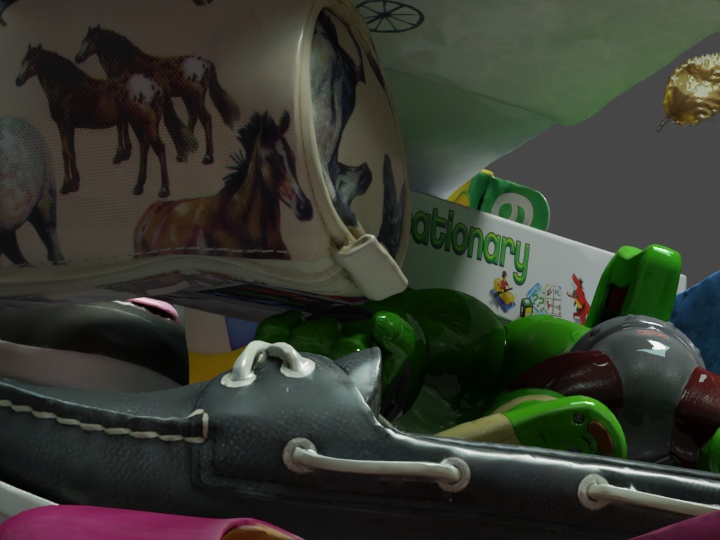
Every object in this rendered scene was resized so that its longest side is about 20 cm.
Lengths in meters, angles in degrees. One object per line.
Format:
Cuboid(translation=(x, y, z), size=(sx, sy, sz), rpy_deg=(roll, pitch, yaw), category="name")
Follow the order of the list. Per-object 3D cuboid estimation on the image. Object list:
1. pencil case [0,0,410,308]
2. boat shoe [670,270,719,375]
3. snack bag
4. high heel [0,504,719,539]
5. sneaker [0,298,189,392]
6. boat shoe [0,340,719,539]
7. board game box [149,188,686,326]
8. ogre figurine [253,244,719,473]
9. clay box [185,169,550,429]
Cuboid(translation=(-0.086, -0.023, 0.679), size=(0.199, 0.090, 0.078), rpy_deg=(-5, -23, 14), category="pencil case")
Cuboid(translation=(0.129, 0.037, 0.815), size=(0.069, 0.084, 0.200), rpy_deg=(20, -40, -33), category="boat shoe")
Cuboid(translation=(-0.017, -0.063, 0.724), size=(0.188, 0.021, 0.200), rpy_deg=(12, -21, -25), category="snack bag")
Cuboid(translation=(0.028, 0.042, 0.398), size=(0.200, 0.096, 0.067), rpy_deg=(18, 2, 32), category="high heel")
Cuboid(translation=(-0.084, -0.006, 0.938), size=(0.071, 0.099, 0.200), rpy_deg=(19, 3, -10), category="sneaker")
Cuboid(translation=(-0.003, 0.046, 0.601), size=(0.200, 0.060, 0.076), rpy_deg=(17, 1, -2), category="boat shoe")
Cuboid(translation=(0.000, 0.000, 0.856), size=(0.126, 0.035, 0.200), rpy_deg=(3, -7, 34), category="board game box")
Cuboid(translation=(0.069, 0.045, 0.713), size=(0.199, 0.098, 0.120), rpy_deg=(-1, 11, -2), category="ogre figurine")
Cuboid(translation=(-0.035, -0.002, 1.034), size=(0.200, 0.115, 0.048), rpy_deg=(17, 2, 28), category="clay box")
